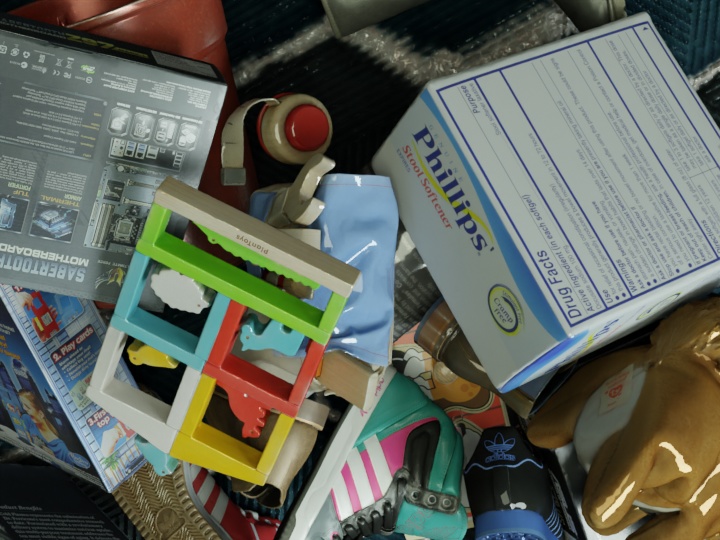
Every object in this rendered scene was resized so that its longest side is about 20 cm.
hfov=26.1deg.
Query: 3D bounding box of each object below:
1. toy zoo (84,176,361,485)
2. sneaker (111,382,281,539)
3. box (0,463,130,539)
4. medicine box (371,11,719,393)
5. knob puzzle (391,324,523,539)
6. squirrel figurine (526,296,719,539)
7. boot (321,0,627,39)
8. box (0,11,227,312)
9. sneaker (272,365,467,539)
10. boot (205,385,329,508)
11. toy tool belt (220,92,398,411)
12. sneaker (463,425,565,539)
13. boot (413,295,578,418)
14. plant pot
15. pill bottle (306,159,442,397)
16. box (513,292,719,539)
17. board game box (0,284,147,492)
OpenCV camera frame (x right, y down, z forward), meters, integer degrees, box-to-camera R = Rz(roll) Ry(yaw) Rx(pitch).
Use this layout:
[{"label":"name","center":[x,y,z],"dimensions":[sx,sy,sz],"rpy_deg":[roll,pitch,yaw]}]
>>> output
[{"label":"toy zoo","center":[-0.093,0.052,0.961],"dimensions":[0.131,0.020,0.201],"rpy_deg":[26,123,3]},{"label":"sneaker","center":[-0.122,0.178,1.185],"dimensions":[0.071,0.112,0.201],"rpy_deg":[-36,68,14]},{"label":"box","center":[-0.247,0.275,1.123],"dimensions":[0.124,0.196,0.201],"rpy_deg":[14,105,-47]},{"label":"medicine box","center":[0.141,-0.048,1.018],"dimensions":[0.199,0.103,0.183],"rpy_deg":[-21,75,-30]},{"label":"knob puzzle","center":[0.108,0.105,1.181],"dimensions":[0.218,0.030,0.221],"rpy_deg":[0,101,0]},{"label":"squirrel figurine","center":[0.241,0.124,1.035],"dimensions":[0.186,0.142,0.200],"rpy_deg":[41,89,-19]},{"label":"boot","center":[0.071,-0.209,1.098],"dimensions":[0.199,0.073,0.183],"rpy_deg":[-23,87,-2]},{"label":"box","center":[-0.197,-0.069,0.945],"dimensions":[0.199,0.051,0.159],"rpy_deg":[11,110,-20]},{"label":"sneaker","center":[0.014,0.177,1.125],"dimensions":[0.120,0.084,0.201],"rpy_deg":[30,72,0]},{"label":"boot","center":[-0.080,0.123,1.099],"dimensions":[0.073,0.200,0.076],"rpy_deg":[19,81,-13]},{"label":"toy tool belt","center":[-0.020,-0.016,0.996],"dimensions":[0.124,0.123,0.202],"rpy_deg":[-2,93,-29]},{"label":"sneaker","center":[0.112,0.167,1.120],"dimensions":[0.070,0.200,0.079],"rpy_deg":[-3,72,6]},{"label":"boot","center":[0.137,0.027,1.095],"dimensions":[0.200,0.075,0.097],"rpy_deg":[-35,64,-30]},{"label":"plant pot","center":[-0.161,-0.091,1.070],"dimensions":[0.199,0.201,0.196],"rpy_deg":[-17,108,4]},{"label":"pill bottle","center":[0.000,0.000,1.118],"dimensions":[0.200,0.113,0.113],"rpy_deg":[-39,99,7]},{"label":"box","center":[0.216,0.136,1.142],"dimensions":[0.163,0.086,0.201],"rpy_deg":[-22,101,-9]},{"label":"board game box","center":[-0.247,0.034,1.083],"dimensions":[0.199,0.062,0.201],"rpy_deg":[18,134,37]}]
